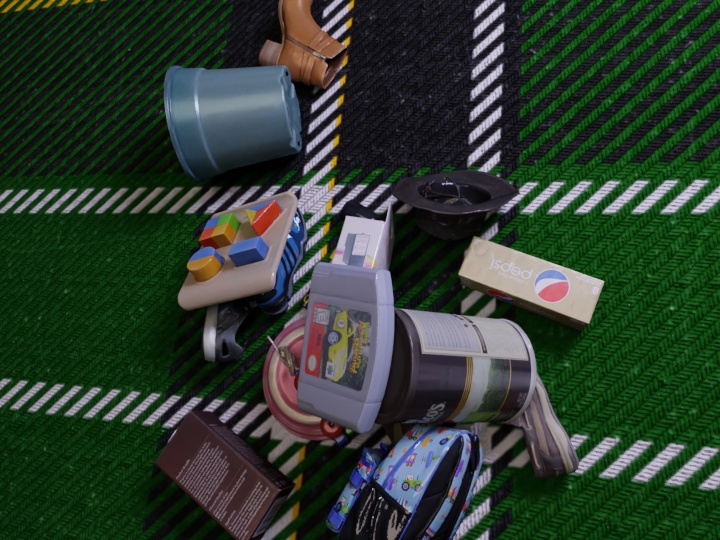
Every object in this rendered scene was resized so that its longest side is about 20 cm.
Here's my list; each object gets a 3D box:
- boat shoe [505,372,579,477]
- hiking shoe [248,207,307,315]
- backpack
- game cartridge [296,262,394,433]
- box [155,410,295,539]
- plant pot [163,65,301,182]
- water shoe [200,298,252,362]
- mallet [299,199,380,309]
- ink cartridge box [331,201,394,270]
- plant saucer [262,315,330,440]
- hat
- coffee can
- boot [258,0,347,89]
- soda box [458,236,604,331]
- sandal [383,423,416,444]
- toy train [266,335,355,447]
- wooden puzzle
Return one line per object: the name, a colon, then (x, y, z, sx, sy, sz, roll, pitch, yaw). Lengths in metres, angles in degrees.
boat shoe: (0.232, 0.195, 0.778, 0.073, 0.075, 0.202, -25, 69, 6)
hiking shoe: (-0.139, -0.029, 0.929, 0.073, 0.087, 0.203, 2, 75, 15)
backpack: (0.072, 0.289, 0.736, 0.134, 0.182, 0.202, 25, 84, 35)
game cartridge: (-0.018, 0.094, 0.701, 0.132, 0.041, 0.203, 6, 89, 39)
box: (-0.212, 0.319, 0.861, 0.199, 0.075, 0.101, 33, 85, 19)
plant pot: (-0.211, -0.269, 0.969, 0.193, 0.200, 0.203, -7, 73, 5)
water shoe: (-0.224, 0.059, 0.949, 0.078, 0.072, 0.203, 8, 72, -14)
mallet: (-0.050, -0.030, 0.936, 0.066, 0.041, 0.201, 40, 91, 21)
ink cartridge box: (0.000, 0.000, 0.847, 0.066, 0.118, 0.202, 9, 61, 13)
plant saucer: (-0.069, 0.166, 0.877, 0.198, 0.051, 0.203, -4, 75, 13)
hat: (0.148, -0.094, 0.867, 0.198, 0.201, 0.082, 5, 116, 16)
coffee can: (0.112, 0.130, 0.738, 0.198, 0.146, 0.148, 7, 72, -27)
boot: (-0.090, -0.448, 1.044, 0.153, 0.074, 0.202, 25, 94, 21)
soda box: (0.251, 0.018, 0.827, 0.198, 0.064, 0.068, 22, 81, 18)
sandal: (0.065, 0.161, 0.839, 0.053, 0.080, 0.203, 6, 67, -28)
toy train: (-0.043, 0.144, 0.811, 0.115, 0.085, 0.201, -33, 69, -8)
wooden puzzle: (-0.203, -0.042, 0.892, 0.183, 0.046, 0.202, -13, 47, 22)
